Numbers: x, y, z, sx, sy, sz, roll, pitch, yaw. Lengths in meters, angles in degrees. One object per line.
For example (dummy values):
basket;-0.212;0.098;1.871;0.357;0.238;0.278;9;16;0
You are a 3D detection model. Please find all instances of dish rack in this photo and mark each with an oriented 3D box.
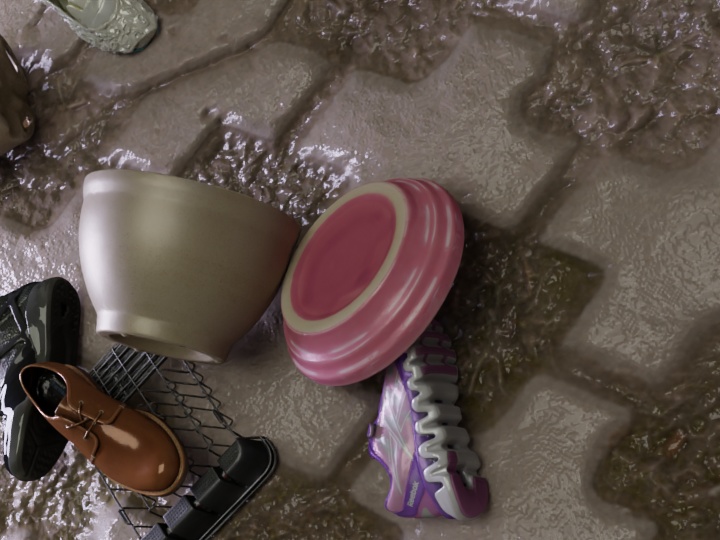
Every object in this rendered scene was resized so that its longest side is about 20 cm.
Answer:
dish rack;-0.186;0.154;1.428;0.153;0.054;0.200;-45;60;10

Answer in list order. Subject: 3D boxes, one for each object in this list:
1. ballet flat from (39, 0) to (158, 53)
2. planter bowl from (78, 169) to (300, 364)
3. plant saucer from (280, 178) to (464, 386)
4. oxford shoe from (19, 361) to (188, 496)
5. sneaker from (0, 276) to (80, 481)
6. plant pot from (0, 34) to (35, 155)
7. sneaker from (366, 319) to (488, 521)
ballet flat;-0.297;-0.284;1.590;0.199;0.072;0.072;31;93;30
planter bowl;-0.164;0.006;1.362;0.198;0.200;0.136;6;77;29
plant saucer;0.000;0.000;1.318;0.200;0.051;0.202;-33;37;29
oxford shoe;-0.238;0.144;1.389;0.199;0.071;0.072;28;88;31
sneaker;-0.340;0.110;1.509;0.113;0.076;0.202;-9;70;27
plant pot;-0.446;-0.166;1.582;0.182;0.200;0.203;-21;68;10
sneaker;0.040;0.122;1.303;0.088;0.080;0.203;-23;68;29
